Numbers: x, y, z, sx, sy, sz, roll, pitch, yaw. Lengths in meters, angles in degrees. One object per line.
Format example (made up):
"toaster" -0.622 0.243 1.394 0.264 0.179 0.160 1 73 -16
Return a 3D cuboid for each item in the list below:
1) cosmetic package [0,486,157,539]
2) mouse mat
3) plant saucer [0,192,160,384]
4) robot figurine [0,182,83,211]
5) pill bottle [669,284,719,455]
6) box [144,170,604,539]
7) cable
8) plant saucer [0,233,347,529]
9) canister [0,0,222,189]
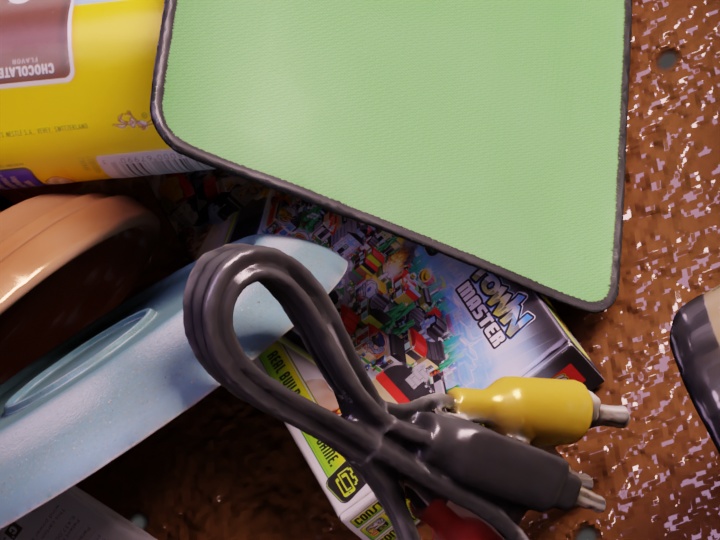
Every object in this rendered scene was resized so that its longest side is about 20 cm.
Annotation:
"cosmetic package" -0.049 0.161 0.917 0.199 0.108 0.085 31 82 39
"mouse mat" 0.018 -0.082 0.969 0.008 0.199 0.162 -36 40 50
"plant saucer" -0.159 0.038 0.996 0.200 0.200 0.037 -45 84 1
"robot figurine" -0.210 -0.052 1.157 0.199 0.058 0.145 26 76 37
"pill bottle" 0.210 0.015 0.844 0.199 0.112 0.112 -31 53 12
"box" 0.000 0.000 1.022 0.110 0.035 0.200 -38 52 6
"cable" 0.008 0.060 0.885 0.050 0.199 0.098 21 86 59
"plant saucer" -0.094 0.041 0.933 0.199 0.200 0.028 -32 97 11
"canister" -0.131 -0.081 1.019 0.198 0.087 0.149 -5 18 15
